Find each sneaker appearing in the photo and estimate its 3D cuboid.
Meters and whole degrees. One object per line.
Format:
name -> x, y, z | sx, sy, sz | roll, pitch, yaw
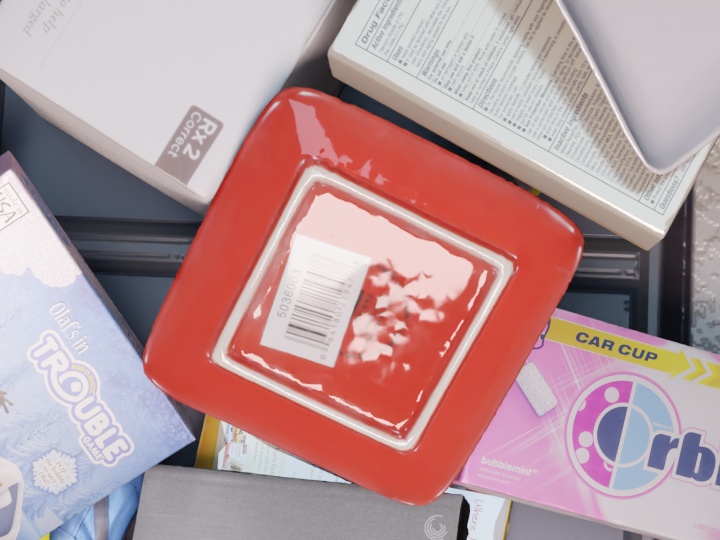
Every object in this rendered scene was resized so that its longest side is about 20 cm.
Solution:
sneaker -> -0.162, 0.110, 1.279 | 0.078, 0.066, 0.202 | 6, 84, -8

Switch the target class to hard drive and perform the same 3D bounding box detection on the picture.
hard drive -> -0.041, 0.193, 1.208 | 0.198, 0.033, 0.141 | 4, 72, 15

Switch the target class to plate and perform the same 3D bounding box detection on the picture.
plate -> 0.161, -0.179, 1.022 | 0.200, 0.032, 0.200 | -36, 102, -22

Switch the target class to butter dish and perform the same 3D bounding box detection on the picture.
butter dish -> 0.000, 0.000, 1.193 | 0.198, 0.148, 0.201 | 25, 108, -9

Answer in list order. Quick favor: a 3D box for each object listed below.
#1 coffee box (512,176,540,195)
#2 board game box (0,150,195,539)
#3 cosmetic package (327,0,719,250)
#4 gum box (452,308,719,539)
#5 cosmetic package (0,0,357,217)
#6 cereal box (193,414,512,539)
coffee box -> 0.139, -0.186, 1.224 | 0.199, 0.200, 0.199 | -29, 83, -1
board game box -> -0.231, 0.068, 1.186 | 0.198, 0.043, 0.201 | -33, 112, -1
cosmetic package -> 0.093, -0.104, 1.081 | 0.199, 0.073, 0.104 | 30, 86, 4
gum box -> 0.156, 0.096, 1.236 | 0.199, 0.066, 0.114 | 16, 83, -11
cosmetic package -> -0.104, -0.137, 1.231 | 0.164, 0.200, 0.166 | 31, 85, 6
cereal box -> -0.007, 0.148, 1.274 | 0.198, 0.040, 0.145 | 13, 85, 3
